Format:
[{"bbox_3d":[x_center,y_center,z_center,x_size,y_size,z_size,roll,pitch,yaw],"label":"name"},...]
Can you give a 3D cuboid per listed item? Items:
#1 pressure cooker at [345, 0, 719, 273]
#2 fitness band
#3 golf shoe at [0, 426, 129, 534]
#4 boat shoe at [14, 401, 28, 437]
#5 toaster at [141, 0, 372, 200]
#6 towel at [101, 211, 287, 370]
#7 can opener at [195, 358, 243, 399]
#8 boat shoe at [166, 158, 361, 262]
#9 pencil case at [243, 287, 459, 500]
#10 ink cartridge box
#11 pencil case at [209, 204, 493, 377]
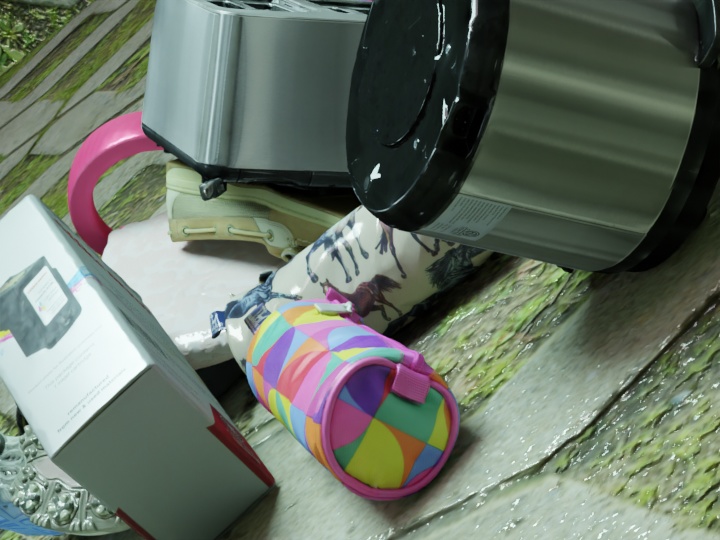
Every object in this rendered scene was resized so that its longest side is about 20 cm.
[{"bbox_3d":[0.108,-0.088,1.153,0.176,0.198,0.180,-140,63,-67],"label":"pressure cooker"},{"bbox_3d":[-0.119,-0.054,1.610,0.144,0.198,0.038,110,160,-44],"label":"fitness band"},{"bbox_3d":[-0.207,0.147,1.476,0.199,0.097,0.079,5,69,33],"label":"golf shoe"},{"bbox_3d":[-0.220,0.091,1.598,0.201,0.072,0.065,96,-174,-58],"label":"boat shoe"},{"bbox_3d":[-0.042,-0.120,1.453,0.200,0.179,0.120,-145,57,-66],"label":"toaster"},{"bbox_3d":[-0.095,0.005,1.517,0.198,0.032,0.192,-17,31,10],"label":"towel"},{"bbox_3d":[-0.124,0.064,1.522,0.200,0.067,0.053,-47,17,-12],"label":"can opener"},{"bbox_3d":[-0.058,-0.032,1.472,0.199,0.064,0.073,15,15,37],"label":"boat shoe"},{"bbox_3d":[-0.009,0.066,1.224,0.088,0.088,0.200,-44,19,-4],"label":"pencil case"},{"bbox_3d":[-0.157,0.066,1.328,0.083,0.146,0.200,-42,44,0],"label":"ink cartridge box"},{"bbox_3d":[0.000,0.000,1.358,0.199,0.090,0.078,-37,-22,20],"label":"pencil case"}]
